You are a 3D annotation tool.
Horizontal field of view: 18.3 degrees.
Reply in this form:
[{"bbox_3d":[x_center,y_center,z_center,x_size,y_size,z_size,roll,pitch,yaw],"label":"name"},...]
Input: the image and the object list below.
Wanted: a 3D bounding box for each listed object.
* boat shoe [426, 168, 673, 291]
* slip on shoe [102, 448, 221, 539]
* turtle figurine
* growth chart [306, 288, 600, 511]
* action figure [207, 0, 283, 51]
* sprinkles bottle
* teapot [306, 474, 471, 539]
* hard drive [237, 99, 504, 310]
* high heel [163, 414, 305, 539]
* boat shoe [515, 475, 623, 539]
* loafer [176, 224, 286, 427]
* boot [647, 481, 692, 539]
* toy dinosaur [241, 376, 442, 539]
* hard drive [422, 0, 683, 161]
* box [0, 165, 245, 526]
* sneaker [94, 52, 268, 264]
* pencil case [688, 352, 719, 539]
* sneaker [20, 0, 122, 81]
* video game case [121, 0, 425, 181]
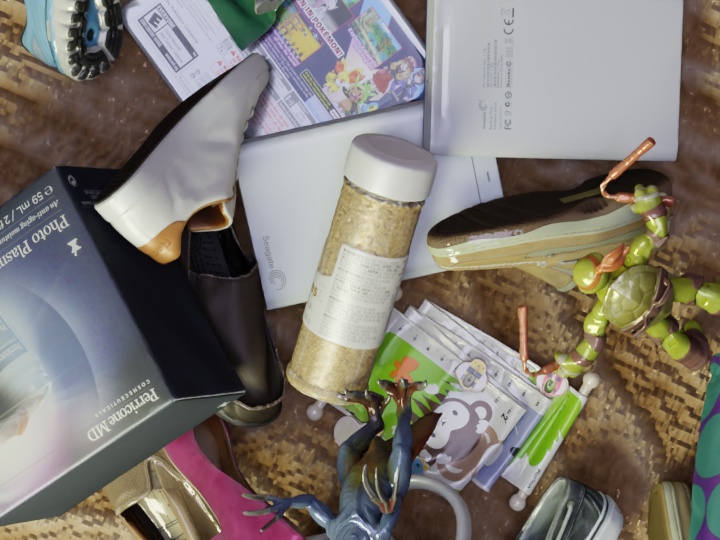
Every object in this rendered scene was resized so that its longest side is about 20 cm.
[{"bbox_3d":[0.149,-0.018,1.707,0.198,0.072,0.077,-12,113,-12],"label":"boat shoe"},{"bbox_3d":[-0.172,0.165,1.742,0.076,0.061,0.201,-32,96,29],"label":"slip on shoe"},{"bbox_3d":[0.217,0.010,1.681,0.160,0.064,0.201,19,102,-34],"label":"turtle figurine"},{"bbox_3d":[0.070,0.104,1.759,0.199,0.018,0.146,26,95,1],"label":"growth chart"},{"bbox_3d":[-0.125,-0.278,1.709,0.200,0.055,0.118,43,95,16],"label":"action figure"},{"bbox_3d":[0.000,0.000,1.689,0.068,0.068,0.202,17,110,1],"label":"sprinkles bottle"},{"bbox_3d":[-0.022,0.266,1.710,0.146,0.199,0.198,55,138,32],"label":"teapot"},{"bbox_3d":[0.010,-0.055,1.730,0.198,0.027,0.133,-12,103,-1],"label":"hard drive"},{"bbox_3d":[-0.096,0.145,1.699,0.096,0.067,0.201,-32,48,25],"label":"high heel"},{"bbox_3d":[0.121,0.247,1.736,0.071,0.072,0.201,35,84,-20],"label":"boat shoe"},{"bbox_3d":[-0.109,0.024,1.712,0.073,0.071,0.201,-21,84,-34],"label":"loafer"},{"bbox_3d":[0.314,0.246,1.731,0.153,0.072,0.202,-14,76,-7],"label":"boot"},{"bbox_3d":[0.017,0.172,1.629,0.104,0.199,0.183,-11,69,41],"label":"toy dinosaur"},{"bbox_3d":[0.147,-0.152,1.706,0.198,0.025,0.133,1,94,-14],"label":"hard drive"},{"bbox_3d":[-0.227,0.057,1.671,0.199,0.123,0.199,-34,78,21],"label":"box"},{"bbox_3d":[-0.117,-0.080,1.672,0.085,0.073,0.200,48,52,-14],"label":"sneaker"},{"bbox_3d":[0.297,0.159,1.681,0.092,0.085,0.202,19,64,-18],"label":"pencil case"},{"bbox_3d":[-0.234,-0.250,1.708,0.089,0.078,0.202,15,106,34],"label":"sneaker"},{"bbox_3d":[-0.060,-0.174,1.742,0.182,0.023,0.201,-36,91,4],"label":"video game case"}]
